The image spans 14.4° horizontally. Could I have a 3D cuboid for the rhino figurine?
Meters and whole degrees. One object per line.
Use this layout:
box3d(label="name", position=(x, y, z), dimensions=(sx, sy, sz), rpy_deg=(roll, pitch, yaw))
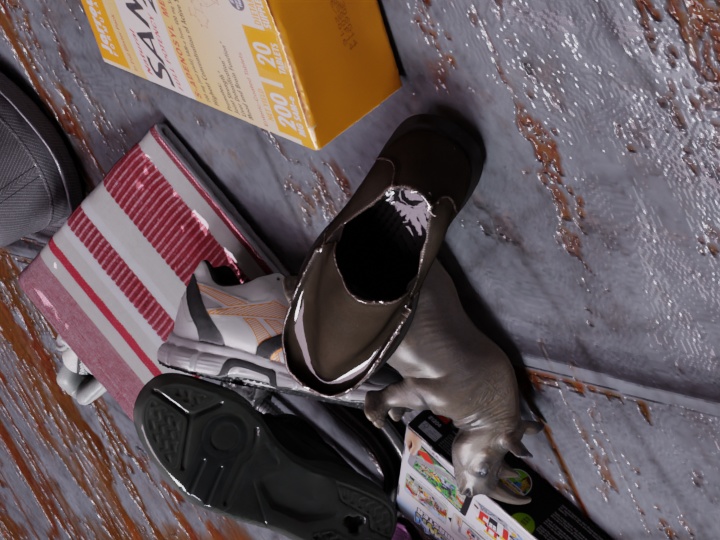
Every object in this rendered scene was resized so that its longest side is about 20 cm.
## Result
box3d(label="rhino figurine", position=(0.045, 0.062, 1.702), dimensions=(0.087, 0.060, 0.200), rpy_deg=(-31, 102, 20))

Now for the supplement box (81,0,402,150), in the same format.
box3d(label="supplement box", position=(-0.081, -0.160, 1.612), dimensions=(0.200, 0.074, 0.126), rpy_deg=(24, 143, 44))

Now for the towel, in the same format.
box3d(label="towel", position=(-0.139, 0.006, 1.920), dimensions=(0.144, 0.023, 0.200), rpy_deg=(50, 132, 4))

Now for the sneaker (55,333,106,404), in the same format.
box3d(label="sneaker", position=(-0.174, 0.033, 2.020), dimensions=(0.075, 0.081, 0.200), rpy_deg=(44, 153, 17))

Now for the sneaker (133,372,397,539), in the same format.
box3d(label="sneaker", position=(-0.077, 0.123, 1.873), dimensions=(0.199, 0.076, 0.114), rpy_deg=(29, 180, -27))

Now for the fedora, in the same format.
box3d(label="fedora", position=(-0.290, -0.073, 2.053), dimensions=(0.200, 0.090, 0.177), rpy_deg=(22, 143, 45))

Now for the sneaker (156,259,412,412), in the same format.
box3d(label="sneaker", position=(-0.035, 0.042, 1.799), dimensions=(0.200, 0.080, 0.074), rpy_deg=(12, 175, 24))

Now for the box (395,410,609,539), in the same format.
box3d(label="box", position=(0.107, 0.178, 1.802), dimensions=(0.200, 0.035, 0.110), rpy_deg=(41, 153, 20))

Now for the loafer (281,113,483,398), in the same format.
box3d(label="loafer", position=(0.000, 0.000, 1.609), dimensions=(0.073, 0.071, 0.200), rpy_deg=(29, 125, 6))

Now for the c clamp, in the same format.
box3d(label="c clamp", position=(-0.032, 0.108, 1.957), dimensions=(0.200, 0.027, 0.171), rpy_deg=(38, 147, 29))

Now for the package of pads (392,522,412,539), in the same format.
box3d(label="package of pads", position=(0.007, 0.276, 1.998), dimensions=(0.076, 0.121, 0.200), rpy_deg=(16, 138, 46))
